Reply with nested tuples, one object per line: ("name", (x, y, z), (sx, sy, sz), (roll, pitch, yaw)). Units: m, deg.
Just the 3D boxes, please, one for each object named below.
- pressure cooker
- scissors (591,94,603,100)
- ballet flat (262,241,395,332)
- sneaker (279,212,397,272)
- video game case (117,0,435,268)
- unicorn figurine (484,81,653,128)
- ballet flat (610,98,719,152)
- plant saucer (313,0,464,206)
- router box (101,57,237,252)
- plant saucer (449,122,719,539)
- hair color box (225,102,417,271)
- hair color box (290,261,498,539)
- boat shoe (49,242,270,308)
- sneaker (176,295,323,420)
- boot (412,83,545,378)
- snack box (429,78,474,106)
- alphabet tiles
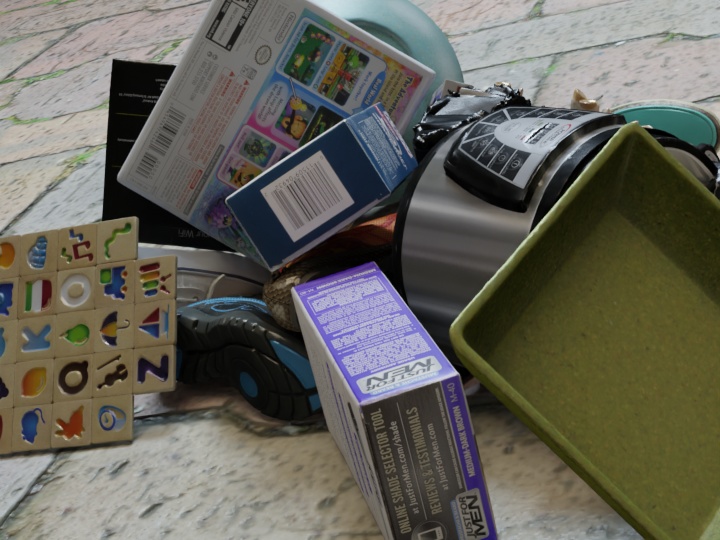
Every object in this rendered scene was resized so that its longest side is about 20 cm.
("pressure cooker", (0.141, -0.009, 1.014), (0.178, 0.177, 0.199), (11, 2, -39))
("scissors", (0.159, -0.121, 1.388), (0.073, 0.014, 0.200), (-8, -5, -3))
("ballet flat", (-0.002, 0.011, 1.141), (0.046, 0.068, 0.199), (14, 14, 34))
("sneaker", (0.000, 0.000, 1.232), (0.077, 0.074, 0.199), (-2, 9, 39))
("video game case", (-0.067, -0.113, 1.275), (0.181, 0.201, 0.024), (30, 7, 0))
("unicorn figurine", (0.125, -0.078, 1.291), (0.199, 0.138, 0.074), (15, 24, 29))
("ballet flat", (0.206, -0.100, 1.352), (0.199, 0.070, 0.070), (-9, 22, 21))
("plant saucer", (-0.003, -0.155, 1.369), (0.200, 0.202, 0.039), (-22, -8, -14))
("router box", (-0.107, -0.090, 1.321), (0.199, 0.150, 0.051), (6, 5, 6))
("plant saucer", (0.158, 0.051, 0.860), (0.200, 0.200, 0.048), (-46, -1, -36))
("hair color box", (-0.021, -0.063, 1.145), (0.100, 0.061, 0.200), (-32, 4, 11))
("hair color box", (0.016, 0.081, 0.971), (0.064, 0.110, 0.200), (-17, 22, -6))
("boat shoe", (-0.156, 0.026, 1.287), (0.201, 0.087, 0.074), (4, -3, -43))
("sneaker", (-0.070, 0.049, 1.162), (0.082, 0.074, 0.199), (-24, 24, -33))
("boot", (0.066, -0.027, 1.122), (0.073, 0.163, 0.198), (12, 35, 40))
("snack box", (0.063, -0.106, 1.259), (0.024, 0.072, 0.200), (14, 3, -1))
("alphabet tiles", (-0.224, 0.049, 1.195), (0.199, 0.168, 0.006), (-8, -18, 20))
